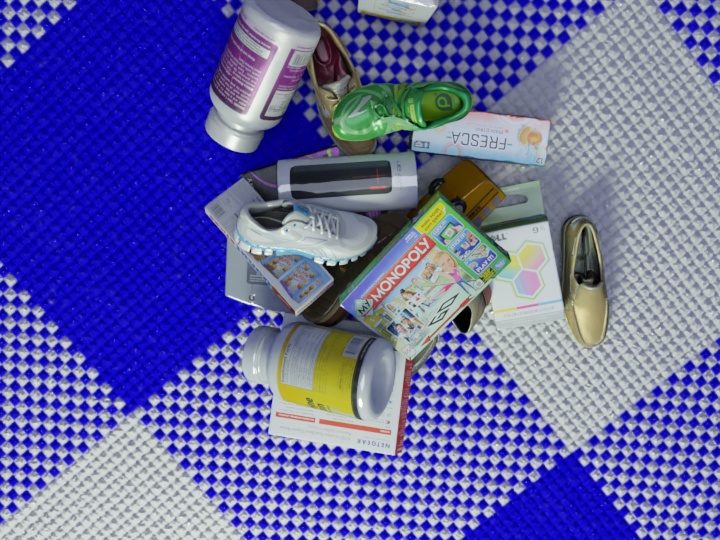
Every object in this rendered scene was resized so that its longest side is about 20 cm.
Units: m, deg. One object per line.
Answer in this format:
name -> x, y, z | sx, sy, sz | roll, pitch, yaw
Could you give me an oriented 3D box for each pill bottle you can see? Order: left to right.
pill bottle -> -0.142, -0.267, 1.159 | 0.111, 0.113, 0.201 | 29, 120, -5
pill bottle -> -0.059, 0.132, 1.160 | 0.197, 0.112, 0.114 | 9, 101, 24

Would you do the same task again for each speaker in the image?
speaker -> -0.017, -0.121, 1.187 | 0.196, 0.081, 0.083 | -3, 100, 0

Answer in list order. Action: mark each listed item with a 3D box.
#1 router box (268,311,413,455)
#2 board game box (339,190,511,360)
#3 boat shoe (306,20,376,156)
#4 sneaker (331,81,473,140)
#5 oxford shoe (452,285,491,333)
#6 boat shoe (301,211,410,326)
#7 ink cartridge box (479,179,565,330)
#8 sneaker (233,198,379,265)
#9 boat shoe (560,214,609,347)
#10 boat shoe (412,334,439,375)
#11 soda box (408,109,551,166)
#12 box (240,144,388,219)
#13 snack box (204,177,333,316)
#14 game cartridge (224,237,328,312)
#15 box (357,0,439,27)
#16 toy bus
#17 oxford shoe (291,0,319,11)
router box -> -0.027, 0.163, 1.235 | 0.197, 0.049, 0.183 | 6, 85, 17
board game box -> 0.085, 0.011, 1.128 | 0.134, 0.029, 0.200 | 37, 109, -18
boat shoe -> -0.034, -0.255, 1.189 | 0.073, 0.066, 0.202 | -25, 90, -1
sneaker -> 0.056, -0.222, 1.135 | 0.197, 0.084, 0.075 | -12, 99, -2
oxford shoe -> 0.127, 0.007, 1.169 | 0.070, 0.075, 0.201 | -4, 136, 37
boat shoe -> 0.000, 0.001, 1.193 | 0.200, 0.067, 0.072 | -46, 55, 6
ink cartridge box -> 0.233, -0.022, 1.242 | 0.102, 0.059, 0.203 | -10, 99, 12
sneaker -> -0.070, -0.058, 1.122 | 0.197, 0.087, 0.076 | 1, 66, -8
boat shoe -> 0.333, 0.022, 1.248 | 0.071, 0.076, 0.203 | -12, 100, 2
boat shoe -> 0.041, 0.151, 1.278 | 0.201, 0.060, 0.072 | -40, 98, 6
soda box -> 0.170, -0.195, 1.217 | 0.197, 0.064, 0.070 | 7, 99, 0
box -> -0.064, -0.101, 1.247 | 0.197, 0.036, 0.145 | -16, 100, 4
snack box -> -0.127, -0.035, 1.166 | 0.072, 0.024, 0.200 | -38, 76, -17
game cartridge -> -0.098, -0.005, 1.232 | 0.197, 0.041, 0.135 | 5, 107, -5
box -> 0.055, -0.398, 1.112 | 0.100, 0.200, 0.114 | 11, 98, -3
toy bus -> 0.111, -0.066, 1.224 | 0.200, 0.065, 0.078 | -47, 134, 12
oxford shoe -> -0.077, -0.411, 1.184 | 0.073, 0.072, 0.200 | 39, 105, -23
